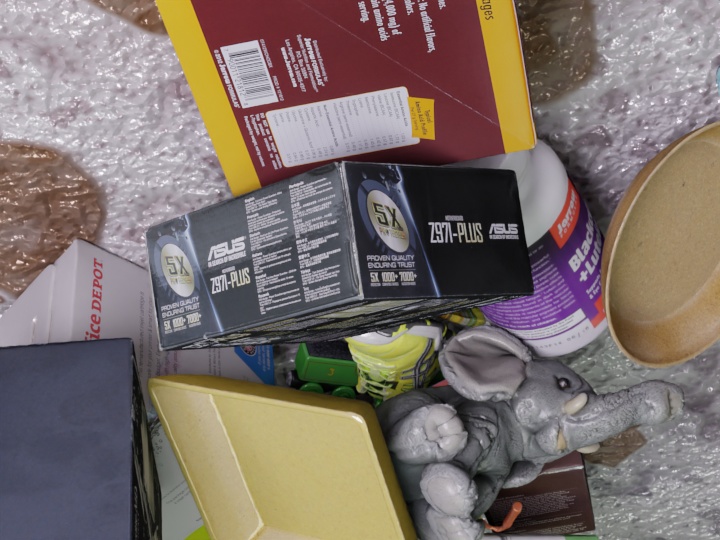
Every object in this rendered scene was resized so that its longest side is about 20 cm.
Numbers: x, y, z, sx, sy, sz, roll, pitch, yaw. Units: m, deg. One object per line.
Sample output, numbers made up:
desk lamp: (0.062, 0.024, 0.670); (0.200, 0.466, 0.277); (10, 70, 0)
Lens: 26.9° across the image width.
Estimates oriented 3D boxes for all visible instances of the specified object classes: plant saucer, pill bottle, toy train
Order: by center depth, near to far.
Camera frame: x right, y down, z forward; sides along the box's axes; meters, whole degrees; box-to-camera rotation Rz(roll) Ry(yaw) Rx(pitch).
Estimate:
plant saucer: (-0.042, 0.156, 1.109); (0.200, 0.048, 0.200); (6, 128, 34)
pill bottle: (0.114, -0.031, 1.120); (0.111, 0.112, 0.200); (-20, 138, 18)
plant saucer: (0.245, -0.024, 1.136); (0.200, 0.035, 0.201); (-20, 124, -33)
toy train: (0.034, 0.093, 1.313); (0.200, 0.042, 0.056); (7, 120, -19)

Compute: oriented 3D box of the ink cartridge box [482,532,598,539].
ink cartridge box: (0.090, 0.270, 1.307); (0.200, 0.085, 0.146); (9, 166, -40)

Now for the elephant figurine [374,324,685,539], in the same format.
elephant figurine: (0.109, 0.113, 1.131); (0.200, 0.155, 0.142); (-33, 167, -24)

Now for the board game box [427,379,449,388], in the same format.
board game box: (0.022, 0.127, 1.237); (0.200, 0.019, 0.103); (-25, 169, -15)

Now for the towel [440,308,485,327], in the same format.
towel: (0.000, 0.000, 1.174); (0.200, 0.086, 0.018); (18, 103, -23)

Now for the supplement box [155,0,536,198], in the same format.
supplement box: (-0.007, -0.171, 0.929); (0.200, 0.133, 0.197); (-10, 139, 7)

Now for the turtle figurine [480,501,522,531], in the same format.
turtle figurine: (0.039, 0.180, 1.226); (0.161, 0.065, 0.200); (-3, 178, -17)

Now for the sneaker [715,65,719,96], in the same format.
sneaker: (0.346, -0.093, 1.089); (0.200, 0.086, 0.078); (15, 136, -22)

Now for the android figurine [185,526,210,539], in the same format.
android figurine: (-0.165, 0.242, 1.469); (0.200, 0.041, 0.182); (-16, 138, 14)

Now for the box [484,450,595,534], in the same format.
box: (0.156, 0.186, 1.377); (0.100, 0.075, 0.200); (-10, 155, 7)

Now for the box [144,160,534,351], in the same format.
box: (-0.016, -0.006, 0.991); (0.164, 0.086, 0.200); (-1, 170, -44)

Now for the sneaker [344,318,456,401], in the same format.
sneaker: (0.028, 0.068, 1.189); (0.075, 0.077, 0.200); (22, 177, 20)

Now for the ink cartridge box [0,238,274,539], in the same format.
ink cartridge box: (-0.189, 0.101, 1.218); (0.200, 0.147, 0.145); (28, 128, -31)

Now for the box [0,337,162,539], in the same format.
box: (-0.206, 0.187, 1.053); (0.124, 0.200, 0.197); (-6, 138, -3)
